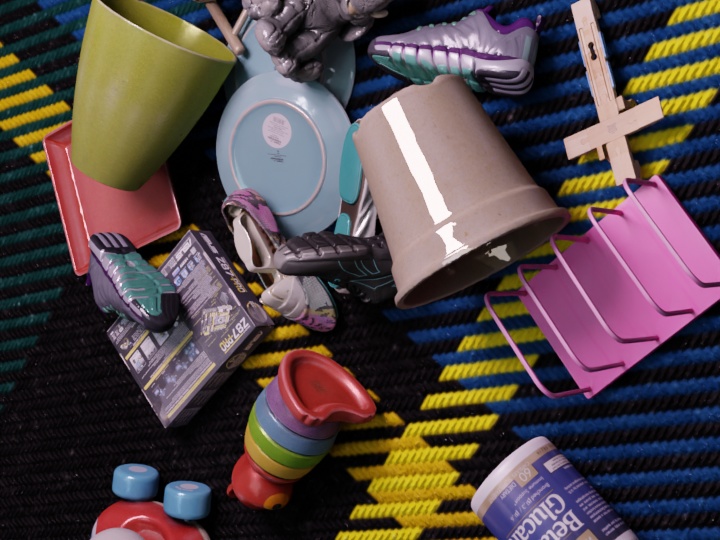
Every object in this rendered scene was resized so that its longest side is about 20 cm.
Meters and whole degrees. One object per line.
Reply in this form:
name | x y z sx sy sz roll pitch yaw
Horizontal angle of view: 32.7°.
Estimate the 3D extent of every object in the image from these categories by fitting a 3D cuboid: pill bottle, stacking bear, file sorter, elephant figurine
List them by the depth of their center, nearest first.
file sorter | 0.245 0.019 1.230 0.200 0.125 0.140 -42 70 25
pill bottle | 0.216 0.279 1.260 0.200 0.111 0.112 47 113 22
elephant figurine | -0.022 -0.309 1.379 0.198 0.141 0.157 -30 74 11
stacking bear | -0.088 0.204 1.454 0.114 0.120 0.201 53 125 35

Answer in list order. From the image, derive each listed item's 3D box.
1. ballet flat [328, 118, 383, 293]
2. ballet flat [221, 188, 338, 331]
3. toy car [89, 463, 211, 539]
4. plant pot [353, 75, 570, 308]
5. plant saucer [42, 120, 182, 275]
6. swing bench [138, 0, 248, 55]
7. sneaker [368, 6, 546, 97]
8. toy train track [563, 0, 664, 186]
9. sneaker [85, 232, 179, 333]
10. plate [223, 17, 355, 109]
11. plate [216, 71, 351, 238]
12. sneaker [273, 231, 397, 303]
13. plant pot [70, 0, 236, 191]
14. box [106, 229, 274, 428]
ballet flat | 0.006 -0.073 1.413 0.069 0.069 0.203 16 105 30
ballet flat | -0.104 -0.004 1.450 0.069 0.071 0.202 -32 90 36
toy car | -0.301 0.359 1.531 0.175 0.199 0.188 11 96 31
plant pot | 0.086 -0.089 1.269 0.199 0.200 0.185 -32 78 28
plant saucer | -0.323 -0.119 1.634 0.198 0.037 0.203 -22 80 30
swing bench | -0.228 -0.382 1.463 0.199 0.198 0.131 38 102 32
sneaker | 0.107 -0.248 1.350 0.197 0.074 0.089 14 76 27
toy train track | 0.258 -0.185 1.276 0.114 0.032 0.203 -22 74 38
sneaker | -0.290 0.036 1.552 0.200 0.074 0.089 47 126 43
plate | -0.094 -0.246 1.496 0.197 0.025 0.204 0 90 31
plate | -0.095 -0.136 1.471 0.197 0.025 0.204 7 105 28
sneaker | 0.000 0.000 1.356 0.075 0.197 0.081 -137 48 -61
plant pot | -0.274 -0.208 1.504 0.186 0.186 0.202 35 108 26
box | -0.220 0.074 1.565 0.200 0.049 0.162 -48 65 23
